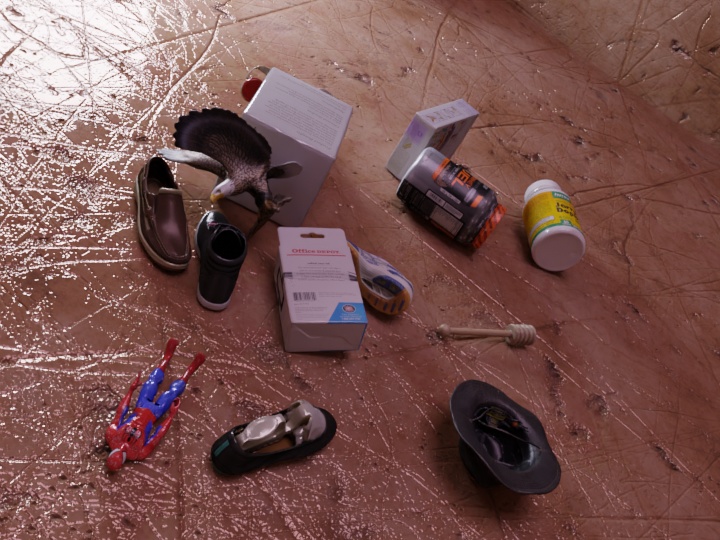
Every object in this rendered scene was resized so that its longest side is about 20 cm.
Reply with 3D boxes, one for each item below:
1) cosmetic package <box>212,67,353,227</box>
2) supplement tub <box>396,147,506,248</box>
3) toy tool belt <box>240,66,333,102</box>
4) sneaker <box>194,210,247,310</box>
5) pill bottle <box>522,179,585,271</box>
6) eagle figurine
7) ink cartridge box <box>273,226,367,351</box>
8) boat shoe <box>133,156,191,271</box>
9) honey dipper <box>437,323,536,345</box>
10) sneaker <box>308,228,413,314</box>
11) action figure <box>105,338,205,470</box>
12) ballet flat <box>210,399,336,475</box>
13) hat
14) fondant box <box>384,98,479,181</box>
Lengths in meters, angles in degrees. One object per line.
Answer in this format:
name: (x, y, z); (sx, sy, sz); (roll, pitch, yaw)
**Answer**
cosmetic package: (-0.130, -0.213, 1.359); (0.166, 0.167, 0.201); (26, 36, -8)
supplement tub: (0.180, -0.139, 1.540); (0.199, 0.123, 0.123); (36, 36, 5)
toy tool belt: (-0.153, -0.327, 1.538); (0.199, 0.126, 0.123); (16, 8, -26)
sneaker: (-0.203, -0.045, 1.169); (0.070, 0.100, 0.201); (13, 39, -21)
pill bottle: (0.406, -0.103, 1.673); (0.112, 0.113, 0.201); (20, 38, -16)
eagle figurine: (-0.199, -0.158, 1.200); (0.200, 0.152, 0.151); (48, 16, -7)
ink cartridge box: (-0.067, 0.025, 1.197); (0.115, 0.068, 0.201); (1, 45, -16)
boat shoe: (-0.297, -0.092, 1.174); (0.074, 0.075, 0.203); (-1, 48, -36)
honey dipper: (0.219, 0.110, 1.359); (0.198, 0.038, 0.038); (4, 45, -29)
sneaker: (0.000, 0.000, 1.308); (0.199, 0.075, 0.088); (38, 20, 4)
action figure: (-0.252, 0.161, 0.944); (0.065, 0.052, 0.201); (31, 38, -7)
ballet flat: (-0.095, 0.205, 0.988); (0.199, 0.069, 0.068); (-14, 55, -45)
hat: (0.190, 0.257, 1.131); (0.199, 0.081, 0.201); (26, 29, -16)
fondant box: (0.154, -0.278, 1.661); (0.058, 0.145, 0.200); (42, 37, 14)
